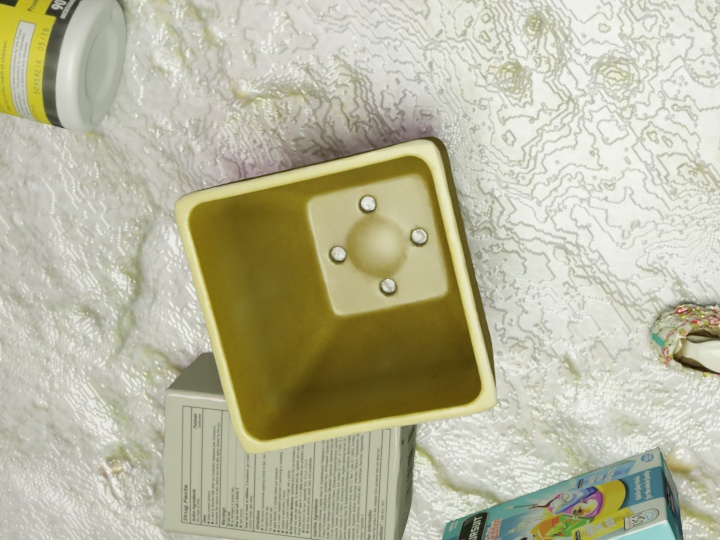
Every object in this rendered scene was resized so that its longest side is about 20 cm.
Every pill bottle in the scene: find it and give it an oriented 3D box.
[{"bbox_3d":[-0.301,-0.188,1.054,0.198,0.114,0.115,14,105,6],"label":"pill bottle"}]

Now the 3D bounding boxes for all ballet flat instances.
[{"bbox_3d":[0.327,0.069,1.024,0.198,0.064,0.076,3,103,9],"label":"ballet flat"}]

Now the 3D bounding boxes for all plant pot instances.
[{"bbox_3d":[0.000,0.000,0.998,0.194,0.200,0.196,-12,101,14],"label":"plant pot"}]

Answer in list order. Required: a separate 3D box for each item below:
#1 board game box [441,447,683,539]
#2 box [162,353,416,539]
[{"bbox_3d":[0.157,0.221,1.046,0.199,0.151,0.047,-22,98,14],"label":"board game box"},{"bbox_3d":[-0.056,0.152,1.092,0.198,0.109,0.129,6,105,9],"label":"box"}]
